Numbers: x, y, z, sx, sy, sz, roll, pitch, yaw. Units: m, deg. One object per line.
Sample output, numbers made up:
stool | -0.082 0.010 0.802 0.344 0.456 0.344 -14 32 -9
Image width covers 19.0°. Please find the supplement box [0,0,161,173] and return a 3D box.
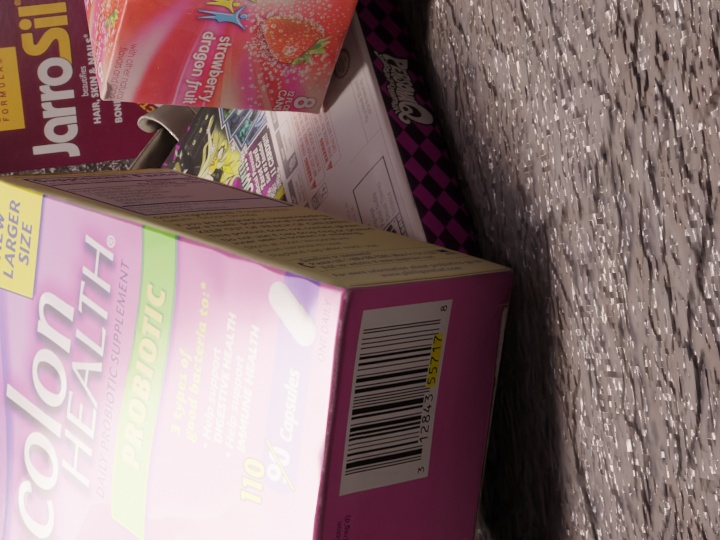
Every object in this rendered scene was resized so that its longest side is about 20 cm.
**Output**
supplement box | -0.137 -0.146 1.268 0.103 0.199 0.131 -107 12 -48

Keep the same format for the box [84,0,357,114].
box | -0.045 -0.168 0.869 0.200 0.102 0.095 112 152 -43

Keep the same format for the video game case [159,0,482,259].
video game case | -0.030 -0.020 0.956 0.181 0.036 0.200 -51 38 32

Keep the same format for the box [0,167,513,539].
box | -0.055 0.065 0.846 0.200 0.096 0.177 18 106 40

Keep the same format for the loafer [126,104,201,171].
loafer | -0.079 -0.065 1.107 0.070 0.070 0.200 16 73 48
